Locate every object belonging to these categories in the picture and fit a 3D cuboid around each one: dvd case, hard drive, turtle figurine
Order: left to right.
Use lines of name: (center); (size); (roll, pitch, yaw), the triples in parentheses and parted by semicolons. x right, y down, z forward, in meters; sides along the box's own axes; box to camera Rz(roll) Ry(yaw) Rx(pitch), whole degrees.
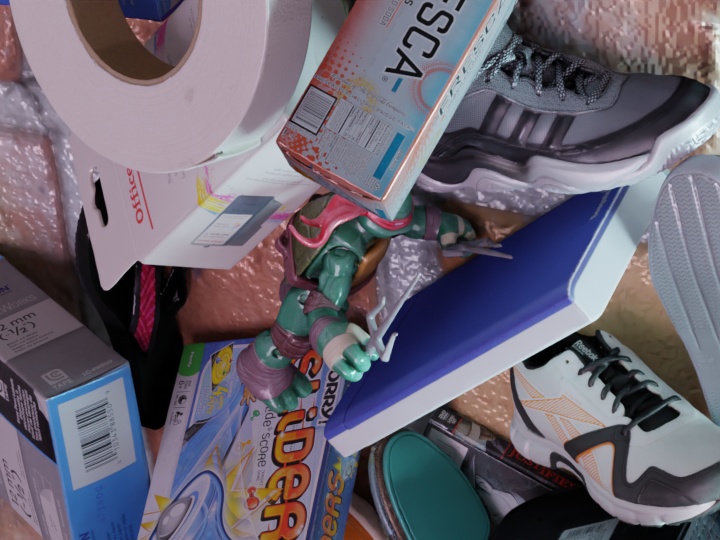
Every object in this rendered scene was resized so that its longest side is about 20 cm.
turtle figurine: (0.000, 0.000, 1.284); (0.101, 0.150, 0.200); (50, 144, 2)
hard drive: (0.073, 0.021, 1.260); (0.025, 0.132, 0.200); (46, 133, -12)
dvd case: (0.114, 0.183, 1.435); (0.200, 0.022, 0.146); (27, 132, 9)

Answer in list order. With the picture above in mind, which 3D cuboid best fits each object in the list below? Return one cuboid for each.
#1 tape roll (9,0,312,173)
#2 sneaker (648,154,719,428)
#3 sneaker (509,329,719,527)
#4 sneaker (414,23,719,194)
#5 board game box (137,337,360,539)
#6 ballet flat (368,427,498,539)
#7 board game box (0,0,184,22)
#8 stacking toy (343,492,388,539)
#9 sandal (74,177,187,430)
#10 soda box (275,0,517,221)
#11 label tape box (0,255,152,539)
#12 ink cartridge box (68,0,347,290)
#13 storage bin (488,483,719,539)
tape roll: (-0.108, -0.151, 1.193); (0.203, 0.037, 0.203); (15, 114, 38)
sneaker: (0.206, 0.012, 1.218); (0.073, 0.071, 0.200); (11, 135, 35)
sneaker: (0.141, 0.081, 1.267); (0.200, 0.074, 0.080); (21, 129, 54)
sneaker: (0.087, -0.104, 1.197); (0.200, 0.076, 0.114); (-2, 124, 34)
board game box: (-0.068, 0.136, 1.390); (0.135, 0.200, 0.034); (-7, 149, 33)
ballet flat: (0.060, 0.183, 1.411); (0.074, 0.074, 0.200); (-29, 102, 41)
board game box: (-0.174, -0.241, 1.268); (0.134, 0.045, 0.200); (9, 127, 24)
stacking toy: (-0.071, 0.232, 1.443); (0.146, 0.200, 0.146); (32, 142, 30)
sandal: (-0.129, 0.019, 1.421); (0.045, 0.075, 0.200); (12, 136, 26)
soda box: (0.035, -0.127, 1.135); (0.064, 0.200, 0.068); (30, 176, 8)
label tape box: (-0.213, 0.085, 1.466); (0.200, 0.066, 0.143); (33, 140, 44)
ink cartridge box: (-0.082, -0.078, 1.285); (0.200, 0.067, 0.117); (-39, 57, 43)
storage bin: (0.138, 0.190, 1.281); (0.135, 0.200, 0.094); (-16, 101, 22)
